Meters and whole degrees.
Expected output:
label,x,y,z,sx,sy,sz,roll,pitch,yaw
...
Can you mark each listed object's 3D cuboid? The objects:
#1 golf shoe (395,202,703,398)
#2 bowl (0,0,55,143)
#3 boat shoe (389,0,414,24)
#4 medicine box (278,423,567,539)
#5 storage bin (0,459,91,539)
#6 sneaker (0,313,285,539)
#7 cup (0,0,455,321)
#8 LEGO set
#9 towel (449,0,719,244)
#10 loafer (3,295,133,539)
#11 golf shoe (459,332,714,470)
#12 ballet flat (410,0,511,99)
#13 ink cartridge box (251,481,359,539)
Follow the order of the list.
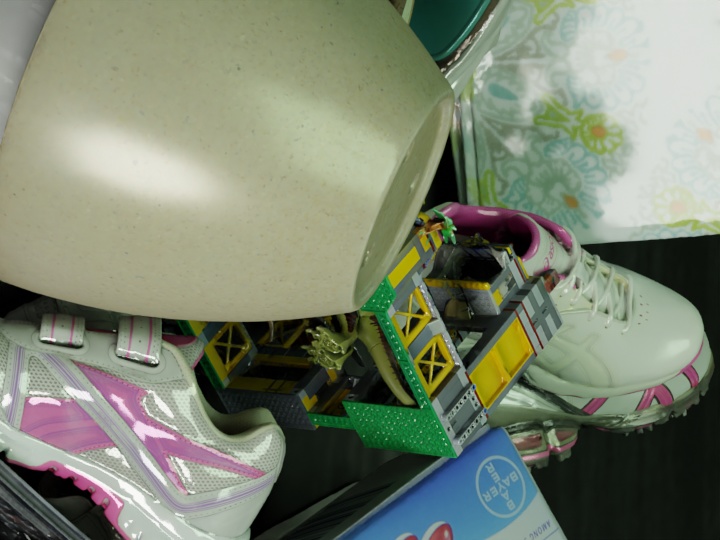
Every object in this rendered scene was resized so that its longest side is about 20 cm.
label,x,y,z,sx,sy,sz,roll,pitch,yaw
golf shoe,0.098,0.014,1.427,0.199,0.092,0.076,11,62,-21
bowl,-0.119,-0.132,1.210,0.200,0.074,0.200,-62,169,-17
boat shoe,0.003,-0.192,1.299,0.076,0.071,0.201,-37,130,-64
medicine box,0.028,0.205,1.282,0.182,0.103,0.200,-33,95,-38
storage bin,-0.212,0.176,1.189,0.135,0.094,0.200,47,62,-38
sneaker,-0.116,0.051,1.218,0.200,0.081,0.088,36,95,-15
cup,-0.045,-0.057,1.151,0.201,0.143,0.200,-62,171,-18
LEGO set,0.000,0.000,1.309,0.116,0.200,0.154,-49,118,-34
towel,0.137,-0.101,1.440,0.048,0.199,0.172,-54,138,-68
loafer,-0.116,0.099,1.300,0.070,0.070,0.201,-15,106,-4
golf shoe,0.124,0.048,1.520,0.200,0.072,0.092,-16,104,-42
ballet flat,0.031,-0.104,1.392,0.069,0.069,0.200,18,106,-45
ink cartridge box,0.000,0.230,1.413,0.146,0.086,0.201,-26,115,-38
